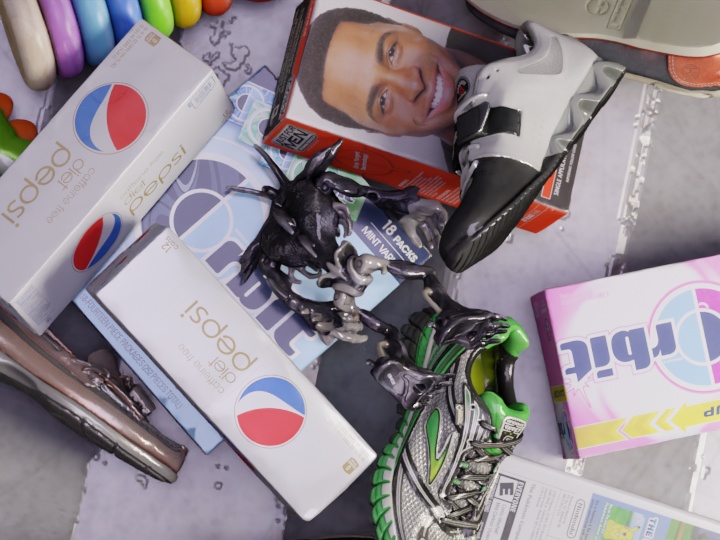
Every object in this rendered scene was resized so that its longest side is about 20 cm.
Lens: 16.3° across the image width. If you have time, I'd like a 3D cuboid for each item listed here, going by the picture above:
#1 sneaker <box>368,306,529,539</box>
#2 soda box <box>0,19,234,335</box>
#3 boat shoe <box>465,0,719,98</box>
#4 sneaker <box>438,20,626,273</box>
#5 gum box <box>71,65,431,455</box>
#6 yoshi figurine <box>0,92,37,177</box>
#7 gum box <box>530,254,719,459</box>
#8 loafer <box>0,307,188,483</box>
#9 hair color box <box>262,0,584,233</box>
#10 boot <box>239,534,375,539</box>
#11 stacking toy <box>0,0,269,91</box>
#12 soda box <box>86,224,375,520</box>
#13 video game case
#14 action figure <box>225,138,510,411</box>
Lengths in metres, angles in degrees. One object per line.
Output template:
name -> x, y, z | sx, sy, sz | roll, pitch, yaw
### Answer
sneaker -> 0.061, 0.117, 1.622 | 0.078, 0.085, 0.200 | 21, 69, -47
soda box -> -0.173, -0.061, 1.612 | 0.068, 0.064, 0.200 | 36, 80, 22
boat shoe -> 0.160, -0.161, 1.668 | 0.200, 0.063, 0.071 | 15, 61, 23
sneaker -> 0.084, -0.081, 1.584 | 0.088, 0.074, 0.200 | 35, 52, 2
gum box -> -0.083, -0.007, 1.665 | 0.200, 0.045, 0.170 | -42, 91, -5
yoshi figurine -> -0.303, -0.083, 1.630 | 0.200, 0.112, 0.112 | 25, 101, -5
gum box -> 0.225, 0.051, 1.672 | 0.200, 0.066, 0.114 | -11, 86, -5
loafer -> -0.192, 0.064, 1.643 | 0.200, 0.072, 0.063 | 32, 77, 1
hair color box -> 0.046, -0.105, 1.648 | 0.200, 0.061, 0.102 | 17, 73, -13
boot -> -0.060, 0.204, 1.594 | 0.200, 0.151, 0.073 | -4, 81, 2
stacking toy -> -0.137, -0.187, 1.660 | 0.200, 0.085, 0.086 | -19, 88, -10
soda box -> -0.083, 0.065, 1.594 | 0.064, 0.068, 0.200 | -44, 100, -7
video game case -> 0.136, 0.239, 1.671 | 0.182, 0.022, 0.200 | 18, 86, -6
action figure -> 0.000, 0.000, 1.602 | 0.119, 0.102, 0.200 | -51, 59, 13
